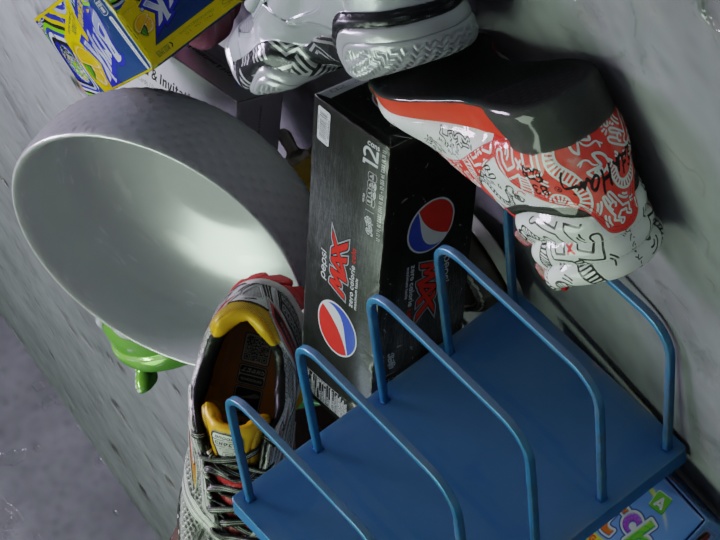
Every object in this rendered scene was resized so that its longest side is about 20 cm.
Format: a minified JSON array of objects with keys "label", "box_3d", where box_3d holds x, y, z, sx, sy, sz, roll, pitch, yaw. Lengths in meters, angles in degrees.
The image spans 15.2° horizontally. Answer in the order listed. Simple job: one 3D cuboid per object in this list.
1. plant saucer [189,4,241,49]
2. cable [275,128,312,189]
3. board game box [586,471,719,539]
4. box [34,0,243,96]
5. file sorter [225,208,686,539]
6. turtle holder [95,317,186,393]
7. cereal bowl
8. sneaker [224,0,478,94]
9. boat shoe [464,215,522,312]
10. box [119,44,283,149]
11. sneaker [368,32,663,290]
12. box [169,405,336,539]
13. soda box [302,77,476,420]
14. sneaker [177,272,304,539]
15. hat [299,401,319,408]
[{"label":"plant saucer","box_3d":[-0.126,-0.231,1.632,0.201,0.051,0.201,53,167,17]},{"label":"cable","box_3d":[0.000,0.000,1.702,0.200,0.050,0.097,57,164,9]},{"label":"board game box","box_3d":[0.081,0.159,1.465,0.151,0.200,0.037,49,-168,33]},{"label":"box","box_3d":[-0.133,-0.152,1.573,0.064,0.070,0.200,53,167,-8]},{"label":"file sorter","box_3d":[0.047,0.078,1.370,0.139,0.200,0.123,43,159,31]},{"label":"turtle holder","box_3d":[-0.132,-0.011,2.033,0.141,0.186,0.132,-6,122,40]},{"label":"cereal bowl","box_3d":[-0.104,-0.036,1.609,0.199,0.083,0.200,20,144,15]},{"label":"sneaker","box_3d":[-0.017,-0.152,1.316,0.200,0.075,0.115,1,109,62]},{"label":"boat shoe","box_3d":[0.031,-0.007,1.555,0.072,0.060,0.202,63,166,-20]},{"label":"box","box_3d":[-0.118,-0.057,1.736,0.156,0.041,0.201,36,131,39]},{"label":"sneaker","box_3d":[0.073,-0.049,1.286,0.108,0.067,0.201,65,163,-19]},{"label":"box","box_3d":[0.008,0.190,1.664,0.164,0.199,0.166,53,129,26]},{"label":"soda box","box_3d":[0.015,-0.010,1.445,0.063,0.071,0.201,37,138,35]},{"label":"sneaker","box_3d":[-0.073,0.104,1.520,0.082,0.077,0.201,-25,-61,-76]},{"label":"hat","box_3d":[-0.034,-0.017,1.873,0.199,0.177,0.166,11,146,17]}]
